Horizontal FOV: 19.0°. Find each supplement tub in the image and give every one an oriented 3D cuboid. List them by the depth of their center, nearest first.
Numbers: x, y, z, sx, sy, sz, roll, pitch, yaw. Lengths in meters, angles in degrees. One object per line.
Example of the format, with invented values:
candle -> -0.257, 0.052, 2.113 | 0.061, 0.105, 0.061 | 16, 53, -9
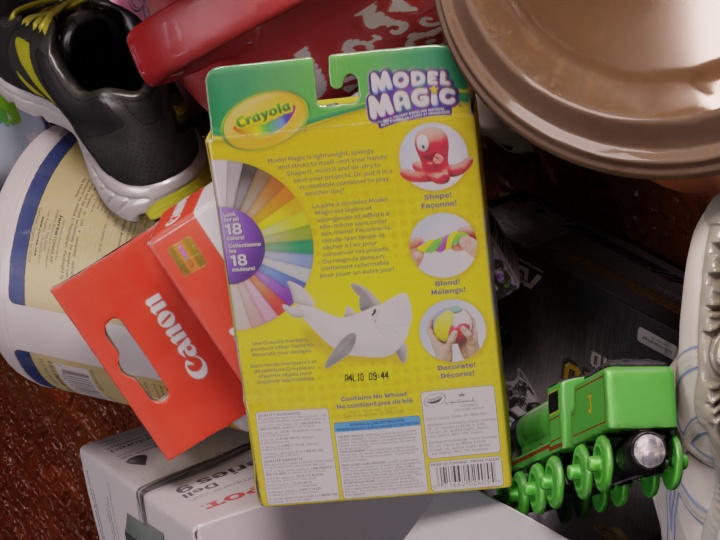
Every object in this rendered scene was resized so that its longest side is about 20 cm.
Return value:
supplement tub -> -0.078, 0.005, 1.111 | 0.199, 0.144, 0.145 | 11, 118, 22

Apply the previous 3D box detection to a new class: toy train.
toy train -> 0.094, 0.075, 0.927 | 0.200, 0.041, 0.057 | 133, 135, -75

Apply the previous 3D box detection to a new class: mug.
mug -> 0.003, -0.135, 0.972 | 0.133, 0.178, 0.200 | 41, 143, -22

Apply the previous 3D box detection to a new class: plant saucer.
plant saucer -> 0.120, -0.134, 0.828 | 0.200, 0.200, 0.029 | 48, -178, 23

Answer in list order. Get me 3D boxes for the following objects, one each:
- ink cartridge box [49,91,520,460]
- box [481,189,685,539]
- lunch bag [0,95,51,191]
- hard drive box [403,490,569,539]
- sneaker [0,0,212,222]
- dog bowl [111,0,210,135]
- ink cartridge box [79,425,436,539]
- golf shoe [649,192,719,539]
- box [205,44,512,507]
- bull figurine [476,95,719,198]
ink cartridge box -> -0.038, 0.007, 0.986 | 0.199, 0.050, 0.109 | -31, 104, 12
box -> 0.125, 0.072, 1.014 | 0.200, 0.048, 0.159 | 31, 128, 38
lunch bag -> -0.243, -0.121, 1.284 | 0.200, 0.082, 0.162 | -156, 48, -72
hard drive box -> 0.111, 0.201, 0.988 | 0.155, 0.077, 0.200 | 26, 161, 38
sneaker -> -0.135, -0.111, 1.074 | 0.200, 0.074, 0.085 | 44, 155, 37
dog bowl -> -0.116, -0.161, 1.170 | 0.200, 0.074, 0.201 | 25, 125, 42
ink cartridge box -> -0.045, 0.128, 1.123 | 0.200, 0.145, 0.085 | 16, 121, 65
golf shoe -> 0.142, 0.056, 0.889 | 0.097, 0.078, 0.201 | 20, 121, 49
box -> 0.000, 0.000, 0.930 | 0.117, 0.048, 0.201 | -5, 113, 5
bull figurine -> 0.118, -0.072, 0.904 | 0.199, 0.121, 0.065 | 15, 80, 30
